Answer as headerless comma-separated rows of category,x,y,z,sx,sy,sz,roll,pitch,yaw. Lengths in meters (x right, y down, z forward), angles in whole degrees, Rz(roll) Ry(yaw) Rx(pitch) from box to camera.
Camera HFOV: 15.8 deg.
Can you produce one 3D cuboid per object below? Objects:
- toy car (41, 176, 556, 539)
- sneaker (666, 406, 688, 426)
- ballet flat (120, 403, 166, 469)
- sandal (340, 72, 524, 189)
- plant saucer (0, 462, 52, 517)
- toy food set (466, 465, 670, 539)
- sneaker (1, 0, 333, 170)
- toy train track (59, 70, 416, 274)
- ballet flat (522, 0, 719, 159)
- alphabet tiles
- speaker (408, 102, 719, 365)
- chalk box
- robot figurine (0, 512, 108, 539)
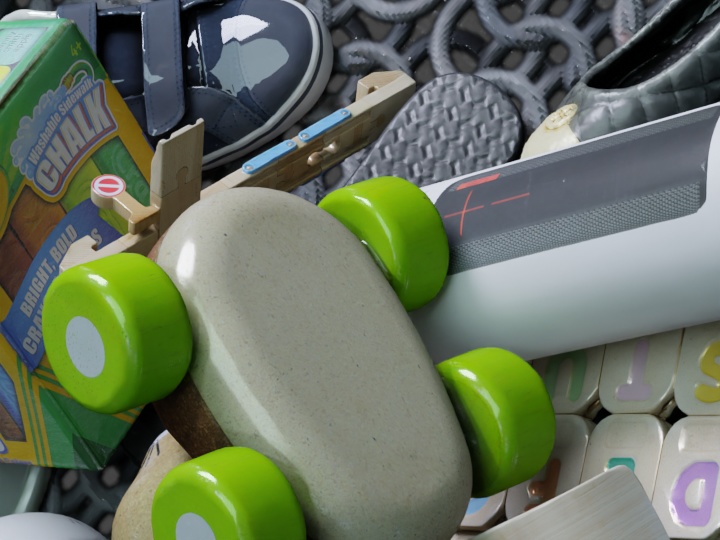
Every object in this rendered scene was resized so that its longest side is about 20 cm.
toy car,-0.055,0.078,1.002,0.158,0.164,0.200,59,136,14
sneaker,0.167,0.092,1.018,0.075,0.076,0.201,-43,38,47
ballet flat,-0.059,0.086,1.143,0.066,0.057,0.200,-37,55,-2
sandal,0.000,0.000,1.135,0.075,0.045,0.200,39,77,15
plant saucer,-0.239,0.076,1.232,0.199,0.050,0.201,-8,72,25
toy food set,0.064,0.170,0.995,0.200,0.060,0.144,-32,83,47
sneaker,-0.114,-0.084,1.199,0.199,0.079,0.079,-16,68,20
toy train track,-0.056,-0.040,1.113,0.200,0.115,0.032,-31,54,-34
ballet flat,0.139,-0.108,1.074,0.200,0.057,0.066,-43,28,3
alphabet tiles,0.083,0.059,1.051,0.199,0.015,0.197,-3,69,48
speaker,0.095,-0.011,1.001,0.199,0.081,0.082,-14,68,44
chalk box,-0.170,-0.028,1.111,0.123,0.200,0.125,2,46,38
robot figurine,-0.116,0.195,1.096,0.200,0.150,0.125,45,134,29
